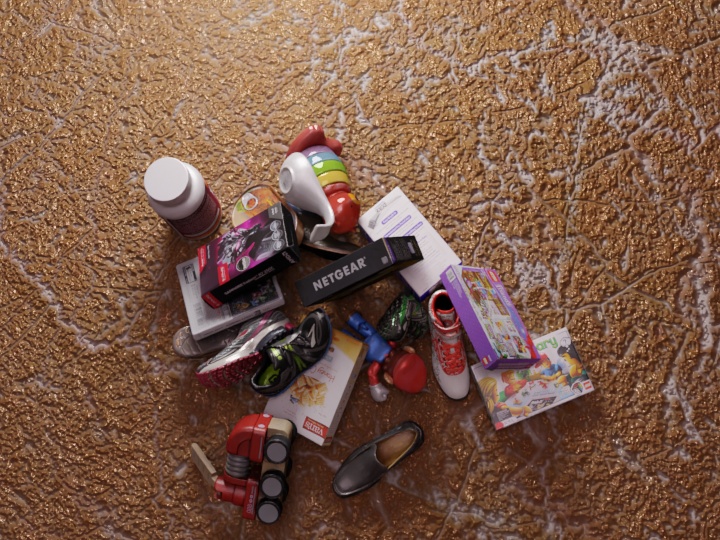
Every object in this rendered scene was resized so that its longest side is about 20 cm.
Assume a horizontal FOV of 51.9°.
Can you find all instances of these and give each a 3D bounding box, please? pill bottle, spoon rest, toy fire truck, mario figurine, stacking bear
[{"bbox_3d":[-0.346,-0.140,1.441,0.111,0.200,0.115,-1,75,4],"label":"pill bottle"},{"bbox_3d":[-0.101,-0.137,1.393,0.060,0.100,0.201,-1,48,-35],"label":"spoon rest"},{"bbox_3d":[-0.223,0.341,1.341,0.196,0.129,0.179,9,102,2],"label":"toy fire truck"},{"bbox_3d":[0.042,0.166,1.410,0.199,0.105,0.125,36,117,23],"label":"mario figurine"},{"bbox_3d":[-0.063,-0.162,1.452,0.113,0.121,0.202,-36,62,16],"label":"stacking bear"}]

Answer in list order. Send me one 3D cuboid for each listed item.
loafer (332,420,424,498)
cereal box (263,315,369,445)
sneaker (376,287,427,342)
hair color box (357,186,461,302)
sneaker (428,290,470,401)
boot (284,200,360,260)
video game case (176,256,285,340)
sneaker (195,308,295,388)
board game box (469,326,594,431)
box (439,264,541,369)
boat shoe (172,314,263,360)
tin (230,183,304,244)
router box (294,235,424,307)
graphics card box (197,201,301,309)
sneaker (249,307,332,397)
[{"bbox_3d":[0.029,0.342,1.353,0.199,0.072,0.073,-39,77,-5],"label":"loafer"},{"bbox_3d":[-0.083,0.203,1.379,0.142,0.039,0.203,21,88,27],"label":"cereal box"},{"bbox_3d":[0.088,0.089,1.354,0.085,0.200,0.078,40,108,3],"label":"sneaker"},{"bbox_3d":[0.094,-0.051,1.455,0.109,0.065,0.201,-38,78,-5],"label":"hair color box"},{"bbox_3d":[0.163,0.137,1.377,0.066,0.108,0.205,-9,75,2],"label":"sneaker"},{"bbox_3d":[-0.082,-0.080,1.468,0.197,0.075,0.099,10,77,12],"label":"boot"},{"bbox_3d":[-0.255,0.027,1.431,0.179,0.024,0.201,-22,46,-5],"label":"video game case"},{"bbox_3d":[-0.216,0.145,1.368,0.199,0.081,0.075,-32,61,-22],"label":"sneaker"},{"bbox_3d":[0.319,0.203,1.385,0.197,0.035,0.128,-22,74,-1],"label":"board game box"},{"bbox_3d":[0.237,0.085,1.355,0.039,0.135,0.202,-44,55,35],"label":"box"},{"bbox_3d":[-0.264,0.128,1.433,0.197,0.072,0.077,-6,70,-17],"label":"boat shoe"},{"bbox_3d":[-0.185,-0.093,1.460,0.112,0.042,0.200,-40,50,-2],"label":"tin"},{"bbox_3d":[0.000,0.000,1.362,0.198,0.157,0.053,-26,83,25],"label":"router box"},{"bbox_3d":[-0.210,-0.029,1.377,0.198,0.051,0.127,-27,47,13],"label":"graphics card box"},{"bbox_3d":[-0.126,0.153,1.342,0.200,0.082,0.071,-48,63,10],"label":"sneaker"}]
